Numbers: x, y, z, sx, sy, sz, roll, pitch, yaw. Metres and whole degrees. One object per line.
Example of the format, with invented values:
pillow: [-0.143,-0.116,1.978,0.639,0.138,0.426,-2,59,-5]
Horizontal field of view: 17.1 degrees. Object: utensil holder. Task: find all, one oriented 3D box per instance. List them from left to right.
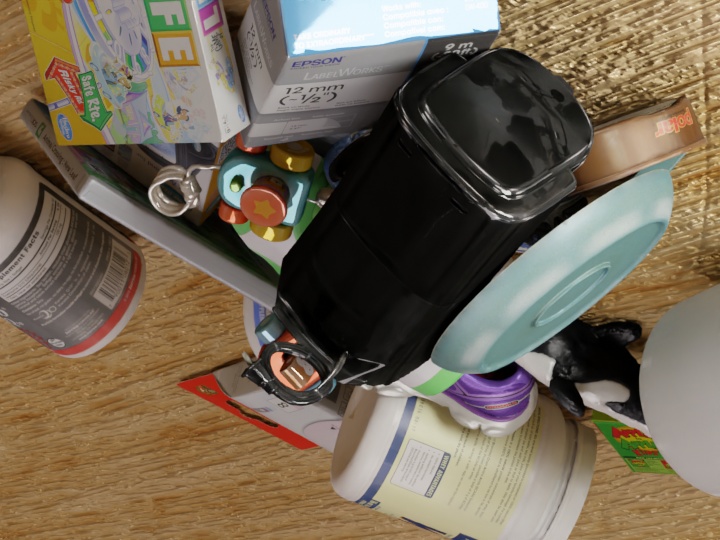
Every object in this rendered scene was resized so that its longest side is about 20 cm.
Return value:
utensil holder: [0.316,0.072,1.712,0.169,0.171,0.200,26,155,-20]

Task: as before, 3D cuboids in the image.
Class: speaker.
speaker: [0.000,0.000,1.733,0.200,0.089,0.088,42,149,-13]

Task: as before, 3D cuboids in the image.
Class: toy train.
toy train: [-0.057,0.001,1.658,0.150,0.056,0.200,-30,108,21]

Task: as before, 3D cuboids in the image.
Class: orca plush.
orca plush: [0.204,0.079,1.909,0.200,0.105,0.071,39,115,13]

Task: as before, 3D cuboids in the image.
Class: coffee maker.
coffee maker: [0.040,-0.022,1.511,0.134,0.193,0.200,29,137,-6]

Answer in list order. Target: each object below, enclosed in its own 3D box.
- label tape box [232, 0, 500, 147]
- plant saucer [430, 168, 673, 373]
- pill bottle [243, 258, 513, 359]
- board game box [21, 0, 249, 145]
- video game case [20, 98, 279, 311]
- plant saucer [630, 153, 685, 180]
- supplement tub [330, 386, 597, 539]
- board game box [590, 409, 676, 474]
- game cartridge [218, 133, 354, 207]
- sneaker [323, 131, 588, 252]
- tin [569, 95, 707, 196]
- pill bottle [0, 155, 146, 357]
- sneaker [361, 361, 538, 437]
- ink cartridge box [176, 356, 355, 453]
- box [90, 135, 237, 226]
label tape box: [0.006,-0.151,1.498,0.142,0.066,0.200,-9,164,-18]
plant saucer: [0.132,0.008,1.580,0.027,0.200,0.200,53,159,13]
pill bottle: [0.018,0.027,1.873,0.199,0.114,0.114,0,151,30]
board game box: [-0.154,-0.179,1.515,0.134,0.034,0.201,0,113,31]
video game case: [-0.152,-0.048,1.809,0.199,0.022,0.182,31,-172,-30]
plant saucer: [0.177,-0.032,1.714,0.019,0.070,0.200,42,155,6]
supplement tub: [0.088,0.158,2.064,0.199,0.146,0.145,22,155,-9]
board game box: [0.303,0.131,1.987,0.199,0.048,0.102,1,150,31]
game cartridge: [-0.072,-0.089,1.786,0.133,0.041,0.200,24,155,-5]
sneaker: [0.059,-0.047,1.722,0.199,0.078,0.085,16,167,-21]
tin: [0.144,-0.072,1.606,0.112,0.042,0.200,-17,179,-39]
pill bottle: [-0.280,-0.022,1.963,0.115,0.116,0.200,-7,146,42]
sneaker: [0.056,0.059,1.966,0.199,0.081,0.084,20,139,14]
ink cartridge box: [-0.063,0.140,2.247,0.162,0.057,0.200,30,148,-27]
box: [-0.142,-0.112,1.716,0.119,0.042,0.200,36,150,8]
